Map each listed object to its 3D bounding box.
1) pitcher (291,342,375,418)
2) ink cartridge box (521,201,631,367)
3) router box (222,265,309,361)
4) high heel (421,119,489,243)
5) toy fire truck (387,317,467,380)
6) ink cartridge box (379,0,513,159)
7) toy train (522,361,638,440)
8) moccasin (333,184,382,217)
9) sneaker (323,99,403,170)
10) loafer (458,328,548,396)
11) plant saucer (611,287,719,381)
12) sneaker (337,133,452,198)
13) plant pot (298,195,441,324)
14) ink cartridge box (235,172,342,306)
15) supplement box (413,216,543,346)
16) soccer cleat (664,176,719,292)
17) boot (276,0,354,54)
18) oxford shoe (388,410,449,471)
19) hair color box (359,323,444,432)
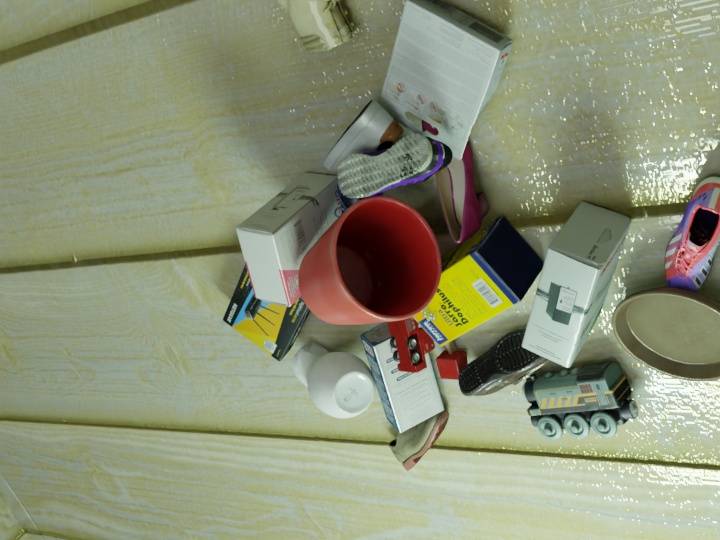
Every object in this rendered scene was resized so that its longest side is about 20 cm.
[{"bbox_3d":[-0.033,0.226,1.835,0.172,0.121,0.200,43,170,-21],"label":"pitcher"},{"bbox_3d":[0.321,0.019,1.423,0.083,0.147,0.200,24,132,20],"label":"ink cartridge box"},{"bbox_3d":[-0.178,0.069,1.881,0.149,0.051,0.200,35,136,6],"label":"router box"},{"bbox_3d":[0.132,-0.143,1.465,0.067,0.096,0.200,-5,119,38],"label":"high heel"},{"bbox_3d":[0.114,0.111,1.666,0.049,0.141,0.201,-1,106,45],"label":"toy fire truck"},{"bbox_3d":[0.120,-0.284,1.398,0.162,0.050,0.200,34,140,16],"label":"ink cartridge box"},{"bbox_3d":[0.363,0.216,1.597,0.200,0.085,0.114,-14,101,44],"label":"toy train"},{"bbox_3d":[0.006,-0.083,1.621,0.080,0.068,0.200,-1,122,36],"label":"moccasin"},{"bbox_3d":[0.004,-0.192,1.518,0.085,0.073,0.200,37,156,-9],"label":"sneaker"},{"bbox_3d":[0.257,0.158,1.643,0.200,0.071,0.073,-33,56,39],"label":"loafer"},{"bbox_3d":[0.476,0.093,1.425,0.200,0.030,0.200,22,146,16],"label":"plant saucer"},{"bbox_3d":[0.056,-0.153,1.448,0.200,0.099,0.070,-11,86,43],"label":"sneaker"},{"bbox_3d":[0.000,0.000,1.521,0.201,0.200,0.177,51,147,-9],"label":"plant pot"},{"bbox_3d":[-0.105,-0.056,1.628,0.083,0.200,0.147,11,128,33],"label":"ink cartridge box"},{"bbox_3d":[0.178,0.020,1.550,0.110,0.109,0.200,48,136,-6],"label":"supplement box"},{"bbox_3d":[0.464,-0.034,1.329,0.068,0.073,0.200,23,134,18],"label":"soccer cleat"},{"bbox_3d":[-0.047,-0.412,1.402,0.200,0.073,0.156,-16,111,44],"label":"boot"},{"bbox_3d":[0.108,0.320,1.862,0.075,0.070,0.200,40,136,10],"label":"oxford shoe"},{"bbox_3d":[0.078,0.187,1.750,0.061,0.100,0.200,39,150,57],"label":"hair color box"}]
